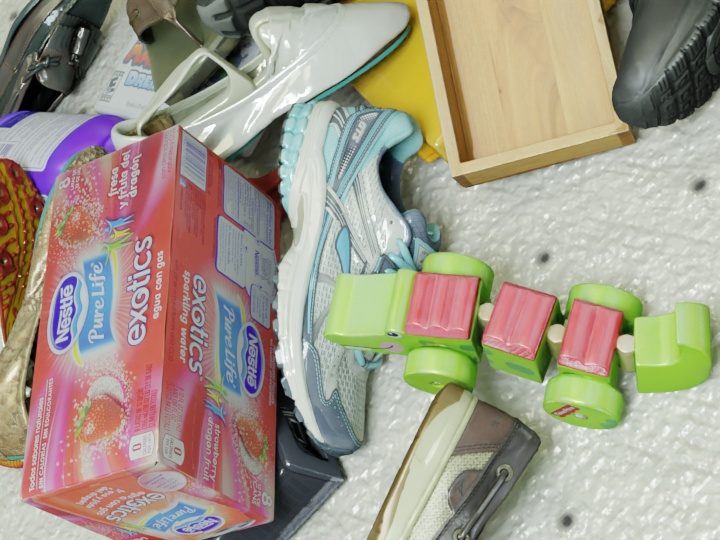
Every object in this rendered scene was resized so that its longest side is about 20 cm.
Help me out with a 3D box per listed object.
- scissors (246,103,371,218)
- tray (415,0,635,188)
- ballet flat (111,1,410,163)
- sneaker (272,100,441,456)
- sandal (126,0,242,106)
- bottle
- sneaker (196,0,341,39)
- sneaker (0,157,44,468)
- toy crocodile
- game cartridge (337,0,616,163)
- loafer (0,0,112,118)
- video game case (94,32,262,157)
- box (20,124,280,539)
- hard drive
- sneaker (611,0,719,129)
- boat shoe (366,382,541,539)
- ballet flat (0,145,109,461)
[{"bbox_3d":[-0.037,-0.071,0.945,0.200,0.014,0.073,-50,45,3],"label":"scissors"},{"bbox_3d":[0.081,-0.156,0.827,0.098,0.037,0.202,-14,77,15],"label":"tray"},{"bbox_3d":[-0.063,-0.114,0.884,0.199,0.070,0.070,-35,48,4],"label":"ballet flat"},{"bbox_3d":[0.000,0.000,0.822,0.085,0.078,0.202,-4,78,13],"label":"sneaker"},{"bbox_3d":[-0.130,-0.178,0.996,0.080,0.057,0.202,-45,39,16],"label":"sandal"},{"bbox_3d":[-0.187,-0.068,1.018,0.199,0.066,0.084,6,41,39],"label":"bottle"},{"bbox_3d":[-0.021,-0.216,0.913,0.199,0.076,0.079,-34,67,-6],"label":"sneaker"},{"bbox_3d":[-0.239,0.027,0.967,0.077,0.073,0.202,-6,84,31],"label":"sneaker"},{"bbox_3d":[0.076,0.030,0.745,0.198,0.062,0.068,10,69,19],"label":"toy crocodile"},{"bbox_3d":[0.073,-0.175,0.906,0.200,0.032,0.177,-46,45,8],"label":"game cartridge"},{"bbox_3d":[-0.240,-0.135,1.116,0.063,0.072,0.200,46,103,24],"label":"loafer"},{"bbox_3d":[-0.091,-0.173,1.016,0.199,0.024,0.183,18,79,53],"label":"video game case"},{"bbox_3d":[-0.109,0.039,0.817,0.094,0.102,0.202,-18,56,28],"label":"box"},{"bbox_3d":[-0.104,0.095,0.879,0.135,0.042,0.200,-46,46,7],"label":"hard drive"},{"bbox_3d":[0.167,-0.163,0.787,0.090,0.076,0.201,20,68,21],"label":"sneaker"},{"bbox_3d":[0.028,0.157,0.721,0.064,0.073,0.202,22,92,10],"label":"boat shoe"},{"bbox_3d":[-0.172,0.022,0.908,0.065,0.070,0.202,10,79,33],"label":"ballet flat"}]
